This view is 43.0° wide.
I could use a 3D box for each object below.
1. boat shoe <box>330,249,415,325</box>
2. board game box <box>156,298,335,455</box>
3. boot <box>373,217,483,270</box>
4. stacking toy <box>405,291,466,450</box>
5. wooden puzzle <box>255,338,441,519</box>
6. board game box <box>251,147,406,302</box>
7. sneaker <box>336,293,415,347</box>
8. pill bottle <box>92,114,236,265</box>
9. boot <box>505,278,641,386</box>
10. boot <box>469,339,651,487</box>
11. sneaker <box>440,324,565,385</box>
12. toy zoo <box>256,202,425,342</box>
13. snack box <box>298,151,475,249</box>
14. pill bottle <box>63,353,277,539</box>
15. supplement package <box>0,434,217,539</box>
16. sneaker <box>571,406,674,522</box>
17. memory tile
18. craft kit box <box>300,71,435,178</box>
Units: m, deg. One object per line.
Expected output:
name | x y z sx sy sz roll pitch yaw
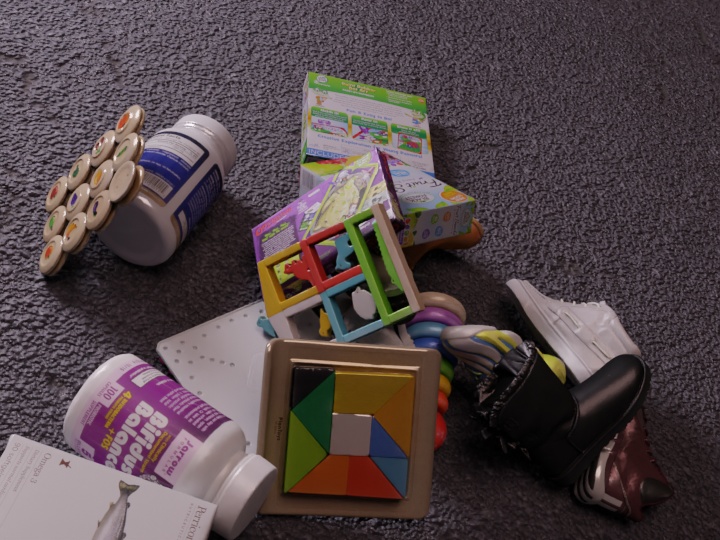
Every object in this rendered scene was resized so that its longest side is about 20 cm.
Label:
boat shoe | -0.002 0.001 1.122 0.074 0.063 0.201 -28 39 -22
board game box | -0.103 0.128 1.060 0.200 0.026 0.200 -23 61 -35
boot | 0.064 -0.022 1.232 0.199 0.074 0.155 9 45 3
stacking toy | 0.083 0.128 1.103 0.085 0.085 0.201 14 52 -9
wooden puzzle | -0.010 0.170 0.972 0.199 0.037 0.186 5 89 -15
board game box | -0.043 -0.051 1.106 0.032 0.200 0.120 33 34 -48
sneaker | 0.014 0.093 1.091 0.080 0.077 0.200 14 26 -18
pill bottle | -0.241 -0.108 1.156 0.115 0.116 0.200 27 45 3
boot | 0.278 0.067 1.197 0.095 0.074 0.200 -33 55 -1
boot | 0.230 0.141 1.059 0.162 0.073 0.198 42 84 -24
sneaker | 0.172 0.134 1.096 0.200 0.076 0.105 21 70 -31
toy zoo | -0.038 0.024 1.048 0.020 0.199 0.132 -1 68 -67
snack box | 0.030 -0.095 1.188 0.142 0.053 0.200 -14 32 -32
pill bottle | -0.187 0.179 0.914 0.200 0.112 0.112 30 46 13
supplement package | -0.248 0.254 0.826 0.199 0.118 0.117 20 43 -4
sneaker | 0.338 0.221 1.125 0.115 0.076 0.200 30 56 0
memory tile | -0.316 -0.093 1.069 0.017 0.200 0.154 29 37 -38
craft kit box | 0.009 -0.210 1.397 0.199 0.049 0.198 11 49 -12
